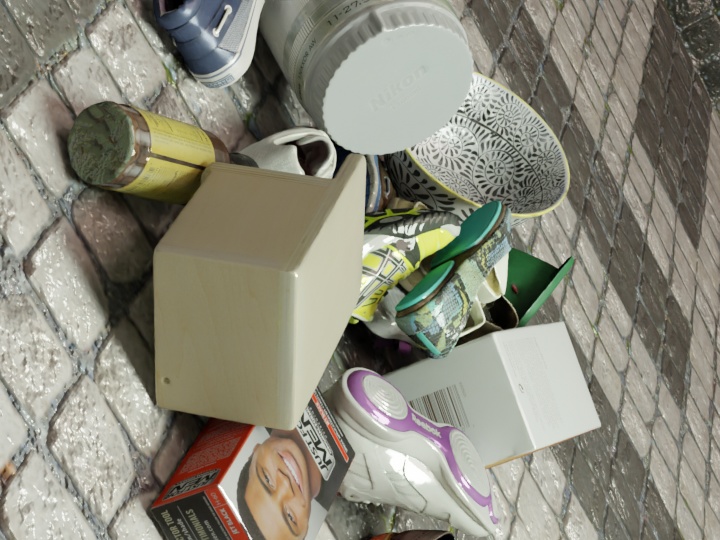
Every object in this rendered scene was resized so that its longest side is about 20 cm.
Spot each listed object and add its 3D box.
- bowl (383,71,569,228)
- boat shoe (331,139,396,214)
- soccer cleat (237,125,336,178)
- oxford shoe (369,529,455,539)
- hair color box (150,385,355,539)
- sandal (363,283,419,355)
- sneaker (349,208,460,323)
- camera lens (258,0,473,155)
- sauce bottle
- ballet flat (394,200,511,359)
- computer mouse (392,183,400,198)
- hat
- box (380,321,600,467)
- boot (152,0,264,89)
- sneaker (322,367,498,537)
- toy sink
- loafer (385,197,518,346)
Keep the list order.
[{"bbox_3d":[0.094,-0.098,1.680,0.200,0.094,0.201,19,41,-17],"label":"bowl"},{"bbox_3d":[0.001,-0.063,1.591,0.072,0.072,0.200,53,27,-35],"label":"boat shoe"},{"bbox_3d":[-0.047,-0.091,1.490,0.070,0.086,0.200,66,23,-5],"label":"soccer cleat"},{"bbox_3d":[0.031,0.276,1.353,0.071,0.072,0.200,55,30,-30],"label":"oxford shoe"},{"bbox_3d":[-0.072,0.152,1.255,0.102,0.061,0.200,62,25,-17],"label":"hair color box"},{"bbox_3d":[0.024,0.046,1.579,0.083,0.050,0.203,60,13,25],"label":"sandal"},{"bbox_3d":[0.000,0.000,1.464,0.200,0.075,0.077,-22,105,-27],"label":"sneaker"},{"bbox_3d":[-0.003,-0.221,1.555,0.160,0.160,0.200,39,17,-49],"label":"camera lens"},{"bbox_3d":[-0.140,-0.081,1.308,0.200,0.065,0.065,15,56,-63],"label":"sauce bottle"},{"bbox_3d":[0.089,0.012,1.493,0.074,0.074,0.200,61,39,-16],"label":"ballet flat"},{"bbox_3d":[0.070,-0.079,1.786,0.200,0.046,0.141,36,40,-51],"label":"computer mouse"},{"bbox_3d":[0.100,-0.011,1.744,0.176,0.166,0.200,42,30,2],"label":"hat"},{"bbox_3d":[0.105,0.123,1.551,0.200,0.152,0.107,-3,71,-65],"label":"box"},{"bbox_3d":[-0.126,-0.254,1.476,0.090,0.073,0.200,54,27,-43],"label":"boot"},{"bbox_3d":[0.030,0.158,1.408,0.200,0.100,0.075,41,28,-24],"label":"sneaker"},{"bbox_3d":[-0.074,0.002,1.269,0.200,0.112,0.131,-63,159,-57],"label":"toy sink"},{"bbox_3d":[0.085,0.000,1.595,0.200,0.067,0.076,50,38,-43],"label":"loafer"}]
